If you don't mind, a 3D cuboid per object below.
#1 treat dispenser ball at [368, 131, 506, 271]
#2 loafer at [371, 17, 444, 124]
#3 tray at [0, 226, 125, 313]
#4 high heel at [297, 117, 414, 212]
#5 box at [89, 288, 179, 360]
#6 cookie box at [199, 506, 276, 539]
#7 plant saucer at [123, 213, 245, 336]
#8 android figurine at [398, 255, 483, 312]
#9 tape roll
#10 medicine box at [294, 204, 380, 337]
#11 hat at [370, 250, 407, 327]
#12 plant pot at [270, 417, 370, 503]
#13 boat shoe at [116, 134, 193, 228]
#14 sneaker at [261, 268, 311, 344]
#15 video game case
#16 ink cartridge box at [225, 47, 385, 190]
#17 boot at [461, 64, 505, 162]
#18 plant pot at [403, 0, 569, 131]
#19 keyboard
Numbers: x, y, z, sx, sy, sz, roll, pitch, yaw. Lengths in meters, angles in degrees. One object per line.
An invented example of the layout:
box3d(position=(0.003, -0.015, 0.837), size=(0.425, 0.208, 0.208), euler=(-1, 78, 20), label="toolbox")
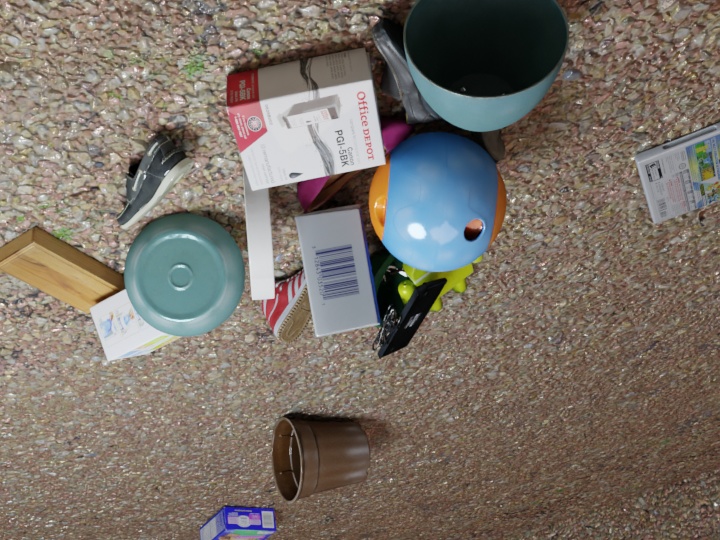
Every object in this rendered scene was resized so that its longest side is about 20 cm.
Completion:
box3d(position=(0.112, -0.099, 1.218), size=(0.199, 0.202, 0.202), euler=(-6, 146, -4), label="treat dispenser ball")
box3d(position=(0.058, -0.261, 1.145), size=(0.072, 0.073, 0.200), euler=(-19, 144, 21), label="loafer")
box3d(position=(-0.505, 0.005, 1.422), size=(0.098, 0.037, 0.200), euler=(-26, 142, 22), label="tray")
box3d(position=(-0.005, -0.155, 1.257), size=(0.199, 0.097, 0.067), euler=(-24, 143, 20), label="high heel")
box3d(position=(-0.350, 0.070, 1.462), size=(0.199, 0.102, 0.112), euler=(-25, 171, 22), label="box")
box3d(position=(-0.376, 0.792, 2.558), size=(0.170, 0.076, 0.200), euler=(12, 141, -29), label="cookie box")
box3d(position=(-0.287, 0.008, 1.350), size=(0.198, 0.202, 0.036), euler=(-9, -177, -1), label="plant saucer")
box3d(position=(0.143, -0.005, 1.513), size=(0.181, 0.041, 0.201), euler=(-35, 145, -11), label="android figurine")
box3d(position=(-0.155, -0.055, 1.273), size=(0.037, 0.204, 0.203), euler=(-5, 146, -7), label="tape roll")
box3d(position=(-0.035, -0.004, 1.326), size=(0.102, 0.184, 0.200), euler=(-10, -177, 0), label="medicine box")
box3d(position=(0.000, 0.000, 1.547), size=(0.201, 0.175, 0.166), euler=(-59, 149, -4), label="hat")
box3d(position=(-0.093, 0.454, 2.046), size=(0.197, 0.202, 0.201), euler=(1, 145, -26), label="plant pot")
box3d(position=(-0.322, -0.131, 1.261), size=(0.068, 0.072, 0.200), euler=(45, 135, -8), label="boat shoe")
box3d(position=(-0.109, 0.025, 1.533), size=(0.071, 0.112, 0.201), euler=(32, 98, -42), label="sneaker")
box3d(position=(0.578, -0.170, 1.444), size=(0.181, 0.022, 0.200), euler=(-21, 143, 16), label="video game case")
box3d(position=(-0.072, -0.207, 1.158), size=(0.198, 0.083, 0.147), euler=(-11, 134, 2), label="ink cartridge box")
box3d(position=(0.213, -0.241, 1.219), size=(0.130, 0.068, 0.200), euler=(-26, 144, 14), label="boot")
box3d(position=(0.156, -0.256, 1.067), size=(0.198, 0.202, 0.135), euler=(-10, 151, 0), label="plant pot")
box3d(position=(0.076, 0.080, 1.503), size=(0.104, 0.040, 0.201), euler=(-19, 149, -38), label="keyboard")
